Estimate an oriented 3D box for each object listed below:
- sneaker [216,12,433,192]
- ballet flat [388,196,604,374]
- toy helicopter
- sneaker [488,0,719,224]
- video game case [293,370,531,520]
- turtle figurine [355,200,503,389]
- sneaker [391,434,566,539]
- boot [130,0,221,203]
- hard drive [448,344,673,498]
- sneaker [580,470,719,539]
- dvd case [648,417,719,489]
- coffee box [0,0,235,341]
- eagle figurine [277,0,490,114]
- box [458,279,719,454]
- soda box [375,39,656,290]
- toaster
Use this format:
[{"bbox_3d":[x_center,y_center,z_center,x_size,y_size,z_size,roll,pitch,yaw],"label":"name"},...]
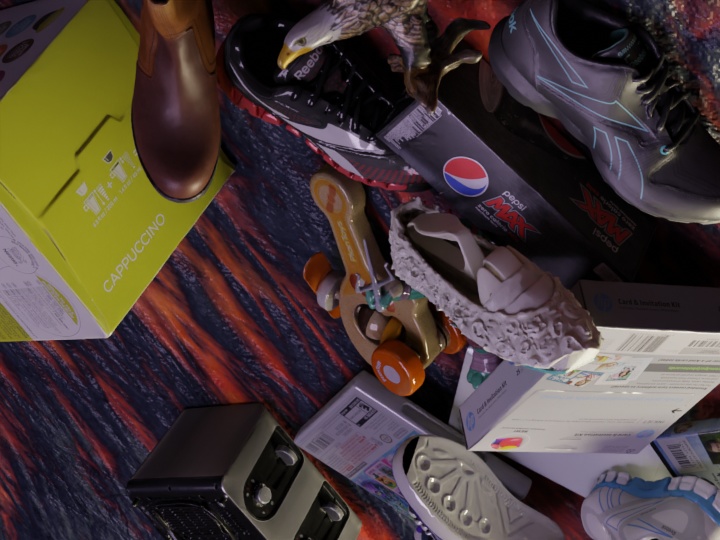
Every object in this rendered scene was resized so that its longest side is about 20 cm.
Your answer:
[{"bbox_3d":[-0.018,-0.123,1.318,0.199,0.071,0.098,31,166,7],"label":"sneaker"},{"bbox_3d":[0.081,0.005,1.252,0.199,0.072,0.072,31,155,45],"label":"ballet flat"},{"bbox_3d":[0.000,0.000,1.497,0.132,0.079,0.201,12,131,46],"label":"toy helicopter"},{"bbox_3d":[0.173,-0.105,1.182,0.199,0.076,0.079,36,145,-3],"label":"sneaker"},{"bbox_3d":[0.043,0.174,1.681,0.181,0.024,0.200,33,154,-5],"label":"video game case"},{"bbox_3d":[0.091,0.023,1.399,0.149,0.101,0.200,20,159,40],"label":"turtle figurine"},{"bbox_3d":[0.071,0.220,1.612,0.199,0.081,0.146,36,149,-24],"label":"sneaker"},{"bbox_3d":[-0.123,-0.156,1.253,0.068,0.190,0.200,6,170,-4],"label":"boot"},{"bbox_3d":[0.173,0.136,1.540,0.199,0.026,0.132,26,147,12],"label":"hard drive"},{"bbox_3d":[0.222,0.214,1.473,0.075,0.087,0.200,43,159,-10],"label":"sneaker"},{"bbox_3d":[0.336,0.160,1.407,0.199,0.018,0.143,-13,126,39],"label":"dvd case"},{"bbox_3d":[-0.262,-0.081,1.487,0.197,0.200,0.201,-4,131,44],"label":"coffee box"},{"bbox_3d":[-0.009,-0.192,1.158,0.151,0.151,0.200,-11,125,48],"label":"eagle figurine"},{"bbox_3d":[0.183,0.075,1.342,0.154,0.042,0.200,3,148,-23],"label":"box"},{"bbox_3d":[0.111,-0.063,1.288,0.200,0.071,0.063,42,136,-12],"label":"soda box"},{"bbox_3d":[-0.120,0.239,1.849,0.199,0.119,0.181,-9,127,47],"label":"toaster"}]
